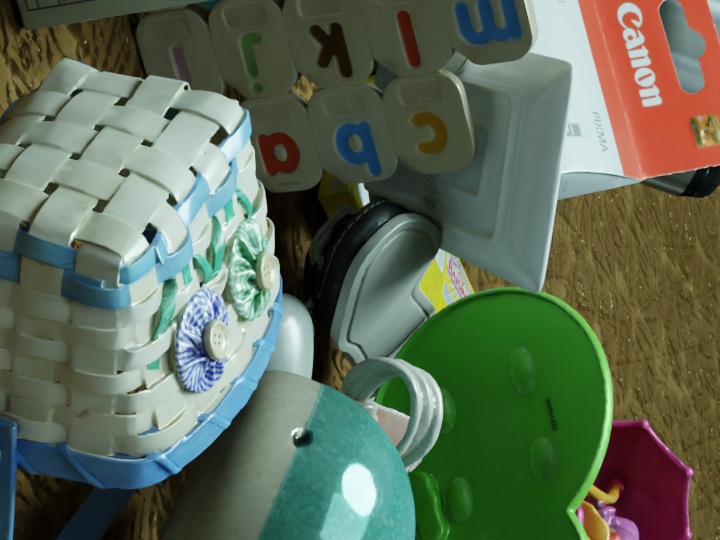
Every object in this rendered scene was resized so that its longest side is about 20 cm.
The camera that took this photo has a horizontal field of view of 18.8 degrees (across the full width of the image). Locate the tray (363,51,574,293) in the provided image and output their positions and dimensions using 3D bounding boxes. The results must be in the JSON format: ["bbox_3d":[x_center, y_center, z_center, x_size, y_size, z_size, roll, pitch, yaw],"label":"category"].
[{"bbox_3d":[0.045,-0.061,1.073,0.022,0.200,0.108,3,100,-23],"label":"tray"}]

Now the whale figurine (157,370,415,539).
[{"bbox_3d":[-0.040,0.137,0.955,0.160,0.103,0.201,-67,-179,-46],"label":"whale figurine"}]

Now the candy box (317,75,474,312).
[{"bbox_3d":[0.028,-0.005,1.264,0.103,0.026,0.201,-81,153,-47],"label":"candy box"}]

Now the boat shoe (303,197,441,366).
[{"bbox_3d":[0.000,0.000,1.109,0.060,0.074,0.200,46,-5,13],"label":"boat shoe"}]

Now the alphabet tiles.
[{"bbox_3d":[-0.019,-0.133,1.001,0.015,0.198,0.197,-50,129,-58],"label":"alphabet tiles"}]

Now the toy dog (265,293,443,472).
[{"bbox_3d":[-0.014,0.112,1.064,0.096,0.131,0.202,-17,120,-61],"label":"toy dog"}]

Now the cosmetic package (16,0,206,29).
[{"bbox_3d":[-0.056,-0.173,0.931,0.087,0.198,0.104,-40,121,-58],"label":"cosmetic package"}]

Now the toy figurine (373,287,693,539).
[{"bbox_3d":[0.118,0.132,1.165,0.184,0.150,0.201,32,37,-47],"label":"toy figurine"}]

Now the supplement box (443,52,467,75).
[{"bbox_3d":[0.066,-0.209,1.069,0.073,0.126,0.201,28,44,-7],"label":"supplement box"}]

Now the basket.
[{"bbox_3d":[-0.109,0.035,0.871,0.177,0.138,0.201,-59,164,-50],"label":"basket"}]

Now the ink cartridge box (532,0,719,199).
[{"bbox_3d":[0.113,-0.125,1.249,0.057,0.198,0.164,82,-5,-70],"label":"ink cartridge box"}]

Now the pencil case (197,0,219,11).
[{"bbox_3d":[-0.029,-0.187,1.121,0.201,0.084,0.093,-66,167,-46],"label":"pencil case"}]

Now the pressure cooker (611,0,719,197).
[{"bbox_3d":[0.156,-0.152,1.380,0.176,0.198,0.180,106,3,-67],"label":"pressure cooker"}]

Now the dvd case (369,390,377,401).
[{"bbox_3d":[0.031,0.158,1.190,0.201,0.016,0.149,68,20,2],"label":"dvd case"}]
